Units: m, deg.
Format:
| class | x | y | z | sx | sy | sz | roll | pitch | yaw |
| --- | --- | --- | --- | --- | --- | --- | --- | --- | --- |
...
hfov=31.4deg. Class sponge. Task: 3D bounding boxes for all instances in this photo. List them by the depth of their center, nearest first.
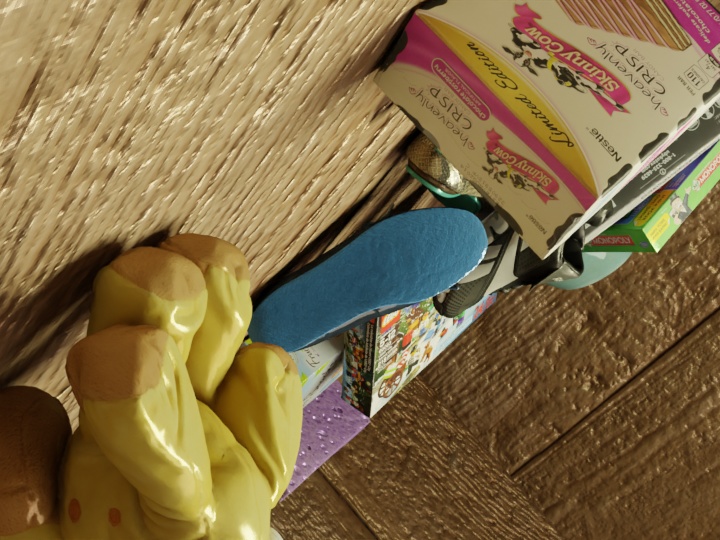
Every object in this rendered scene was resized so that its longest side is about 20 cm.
| class | x | y | z | sx | sy | sz | roll | pitch | yaw |
| --- | --- | --- | --- | --- | --- | --- | --- | --- | --- |
| sponge | -0.077 | 0.196 | 1.611 | 0.030 | 0.112 | 0.200 | -48 | 171 | 36 |

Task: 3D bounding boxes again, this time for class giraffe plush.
| class | x | y | z | sx | sy | sz | roll | pitch | yaw |
| --- | --- | --- | --- | --- | --- | --- | --- | --- | --- |
| giraffe plush | -0.123 | 0.099 | 0.618 | 0.160 | 0.203 | 0.172 | -14 | -173 | 19 |

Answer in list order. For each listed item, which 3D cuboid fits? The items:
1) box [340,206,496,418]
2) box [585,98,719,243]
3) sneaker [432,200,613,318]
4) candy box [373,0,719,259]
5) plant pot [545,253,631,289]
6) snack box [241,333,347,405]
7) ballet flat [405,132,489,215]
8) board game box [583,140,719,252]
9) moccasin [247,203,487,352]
| class | x | y | z | sx | sy | sz | roll | pitch | yaw |
| --- | --- | --- | --- | --- | --- | --- | --- | --- | --- |
| box | 0.060 | 0.024 | 1.162 | 0.200 | 0.037 | 0.138 | -40 | 148 | -35 |
| box | 0.210 | -0.123 | 1.103 | 0.199 | 0.133 | 0.115 | -37 | -178 | 4 |
| sneaker | 0.131 | -0.012 | 1.033 | 0.066 | 0.090 | 0.201 | -38 | 169 | -52 |
| candy box | 0.120 | -0.115 | 0.715 | 0.200 | 0.136 | 0.061 | -39 | 171 | -39 |
| plant pot | 0.214 | -0.062 | 1.332 | 0.199 | 0.136 | 0.200 | -31 | -164 | 10 |
| snack box | -0.048 | 0.075 | 1.204 | 0.199 | 0.068 | 0.169 | -37 | 169 | -36 |
| ballet flat | 0.082 | -0.087 | 1.000 | 0.076 | 0.068 | 0.200 | -54 | 170 | 3 |
| board game box | 0.279 | -0.092 | 1.180 | 0.200 | 0.029 | 0.134 | -46 | -161 | -21 |
| moccasin | 0.000 | 0.000 | 0.993 | 0.197 | 0.082 | 0.068 | -20 | -176 | -8 |
